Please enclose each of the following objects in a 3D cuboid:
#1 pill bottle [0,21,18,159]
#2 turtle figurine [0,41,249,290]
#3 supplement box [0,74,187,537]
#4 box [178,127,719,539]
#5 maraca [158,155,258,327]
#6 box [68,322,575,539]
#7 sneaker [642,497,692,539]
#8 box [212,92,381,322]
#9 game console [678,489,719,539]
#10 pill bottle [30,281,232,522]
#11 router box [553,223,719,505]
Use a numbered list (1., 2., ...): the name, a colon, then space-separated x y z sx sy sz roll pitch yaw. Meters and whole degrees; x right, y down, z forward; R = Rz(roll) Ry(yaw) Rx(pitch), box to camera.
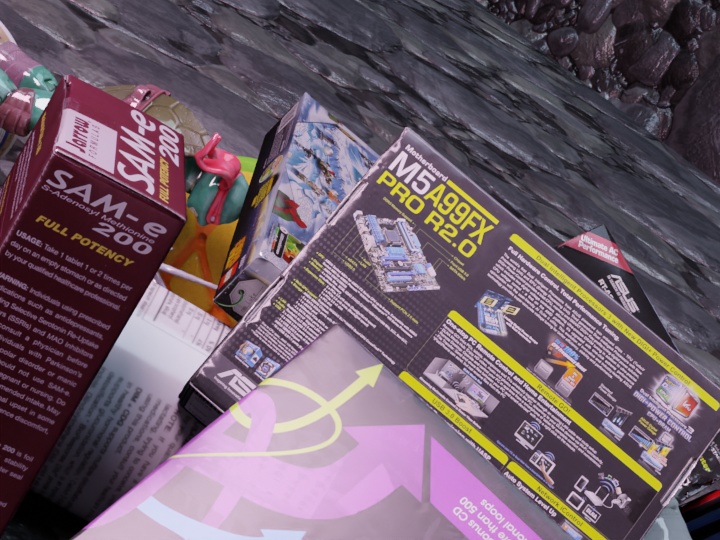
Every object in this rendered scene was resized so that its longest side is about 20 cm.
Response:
1. pill bottle: -0.280 -0.098 1.062 0.116 0.116 0.200 35 16 9
2. turtle figurine: -0.132 -0.056 1.016 0.200 0.101 0.150 31 -3 10
3. supplement box: -0.143 0.030 0.766 0.061 0.200 0.109 27 16 -15
4. box: 0.045 0.059 0.846 0.200 0.160 0.044 39 -20 0
5. maraca: -0.080 -0.009 1.115 0.200 0.137 0.107 18 31 16
6. box: -0.031 0.129 0.737 0.143 0.200 0.036 41 -26 18
7. sneaker: 0.115 0.089 0.916 0.075 0.089 0.200 17 22 -47
8. box: 0.000 0.000 0.976 0.137 0.040 0.200 40 24 -14
9. game console: 0.235 0.165 1.052 0.172 0.200 0.119 55 24 -15
10. pill bottle: -0.109 0.065 0.892 0.200 0.113 0.113 31 15 -6
11. router box: 0.113 0.079 1.069 0.062 0.200 0.150 -25 82 -25
